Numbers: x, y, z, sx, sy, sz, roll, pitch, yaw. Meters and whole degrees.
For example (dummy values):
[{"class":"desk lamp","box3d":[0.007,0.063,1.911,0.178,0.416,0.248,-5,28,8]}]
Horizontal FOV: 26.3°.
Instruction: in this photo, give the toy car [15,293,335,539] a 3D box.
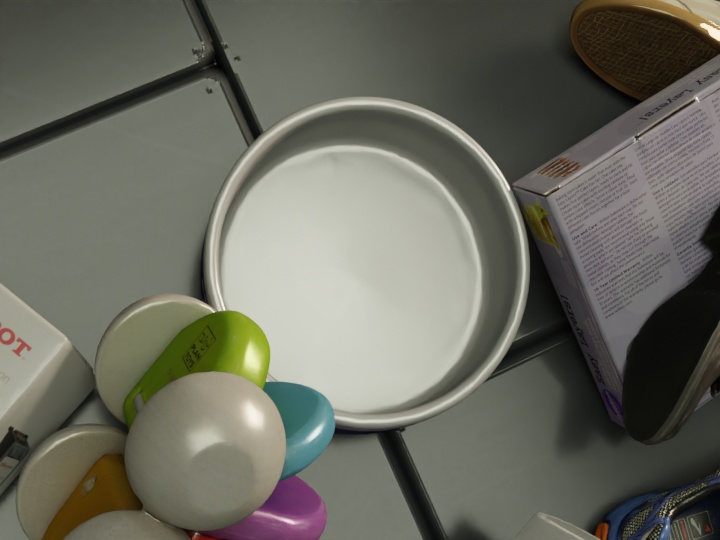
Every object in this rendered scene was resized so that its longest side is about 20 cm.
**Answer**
[{"class":"toy car","box3d":[-0.090,0.123,0.843,0.149,0.175,0.201,29,97,-25]}]

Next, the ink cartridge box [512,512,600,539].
[{"class":"ink cartridge box","box3d":[0.129,0.265,0.889,0.146,0.086,0.200,-46,121,-14]}]

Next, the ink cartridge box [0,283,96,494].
[{"class":"ink cartridge box","box3d":[-0.272,0.084,0.876,0.147,0.086,0.200,36,78,13]}]

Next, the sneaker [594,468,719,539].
[{"class":"sneaker","box3d":[0.248,0.151,0.973,0.199,0.078,0.076,-26,86,-13]}]

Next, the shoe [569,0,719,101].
[{"class":"shoe","box3d":[0.235,-0.143,1.037,0.198,0.070,0.054,17,35,-3]}]

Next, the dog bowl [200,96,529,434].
[{"class":"dog bowl","box3d":[0.000,0.000,0.954,0.198,0.079,0.202,2,80,-10]}]

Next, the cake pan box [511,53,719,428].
[{"class":"cake pan box","box3d":[0.216,-0.022,0.977,0.199,0.052,0.185,-33,114,-13]}]

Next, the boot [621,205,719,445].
[{"class":"boot","box3d":[0.269,0.052,0.949,0.173,0.069,0.201,34,86,-24]}]
